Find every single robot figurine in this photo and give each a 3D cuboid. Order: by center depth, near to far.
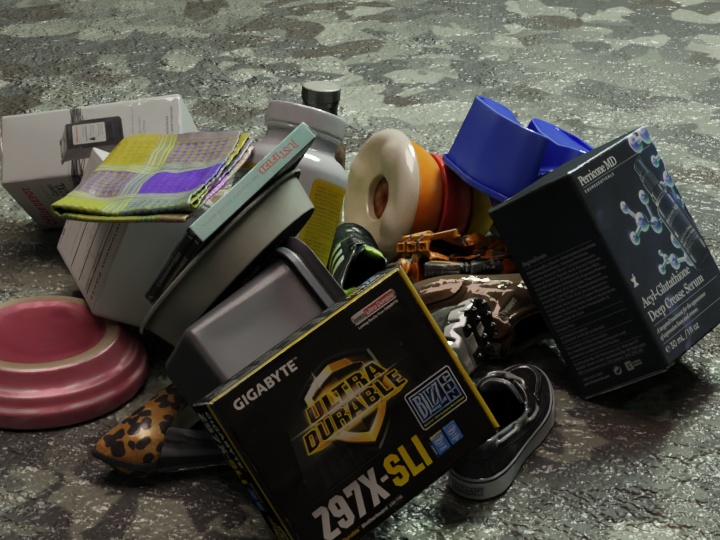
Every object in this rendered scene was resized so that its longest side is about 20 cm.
[{"bbox_3d":[0.125,-0.012,1.843,0.199,0.059,0.145,-1,-1,-23],"label":"robot figurine"}]

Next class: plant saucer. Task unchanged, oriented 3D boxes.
[{"bbox_3d":[-0.300,0.078,1.709,0.199,0.051,0.201,-1,26,0],"label":"plant saucer"}]

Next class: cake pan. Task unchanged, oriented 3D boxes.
[{"bbox_3d":[-0.112,-0.006,1.598,0.037,0.200,0.200,44,35,3],"label":"cake pan"}]

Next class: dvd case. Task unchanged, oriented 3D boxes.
[{"bbox_3d":[-0.117,-0.045,1.604,0.022,0.200,0.146,46,66,-1],"label":"dvd case"}]

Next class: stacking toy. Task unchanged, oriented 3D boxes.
[{"bbox_3d":[0.093,-0.067,1.963,0.199,0.147,0.146,8,20,-29],"label":"stacking toy"}]

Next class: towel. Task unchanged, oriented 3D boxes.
[{"bbox_3d":[-0.192,-0.090,1.706,0.143,0.023,0.200,1,23,16],"label":"towel"}]

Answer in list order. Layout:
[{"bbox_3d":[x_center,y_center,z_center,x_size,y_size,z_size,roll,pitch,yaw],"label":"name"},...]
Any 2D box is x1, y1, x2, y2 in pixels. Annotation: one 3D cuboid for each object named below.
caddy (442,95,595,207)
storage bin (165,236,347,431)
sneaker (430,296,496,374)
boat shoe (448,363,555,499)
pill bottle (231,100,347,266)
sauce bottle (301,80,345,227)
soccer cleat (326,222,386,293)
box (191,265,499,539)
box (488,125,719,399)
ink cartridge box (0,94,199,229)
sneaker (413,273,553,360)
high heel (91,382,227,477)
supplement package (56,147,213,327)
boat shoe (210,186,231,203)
[{"bbox_3d":[0.164,-0.100,1.864,0.141,0.106,0.200,19,12,-18],"label":"caddy"},{"bbox_3d":[-0.067,0.100,1.539,0.134,0.146,0.200,-31,78,-32],"label":"storage bin"},{"bbox_3d":[0.052,0.098,1.660,0.090,0.067,0.200,-6,31,30],"label":"sneaker"},{"bbox_3d":[0.125,0.121,1.601,0.071,0.068,0.200,11,28,21],"label":"boat shoe"},{"bbox_3d":[-0.076,-0.060,1.800,0.111,0.201,0.112,15,-3,1],"label":"pill bottle"},{"bbox_3d":[-0.046,-0.095,1.893,0.064,0.201,0.065,5,20,-2],"label":"sauce bottle"},{"bbox_3d":[0.000,0.000,1.813,0.067,0.081,0.200,23,30,-11],"label":"soccer cleat"},{"bbox_3d":[-0.009,0.117,1.449,0.199,0.160,0.049,-34,9,-23],"label":"box"},{"bbox_3d":[0.237,-0.009,1.697,0.107,0.201,0.148,-26,4,43],"label":"box"},{"bbox_3d":[-0.273,-0.114,1.959,0.198,0.084,0.145,-7,-20,6],"label":"ink cartridge box"},{"bbox_3d":[0.114,0.049,1.751,0.198,0.071,0.076,-10,47,0],"label":"sneaker"},{"bbox_3d":[-0.181,0.106,1.622,0.142,0.072,0.200,-2,34,-19],"label":"high heel"},{"bbox_3d":[-0.211,-0.027,1.792,0.116,0.118,0.200,17,13,-25],"label":"supplement package"},{"bbox_3d":[-0.145,-0.056,1.962,0.073,0.070,0.200,11,28,22],"label":"boat shoe"}]
